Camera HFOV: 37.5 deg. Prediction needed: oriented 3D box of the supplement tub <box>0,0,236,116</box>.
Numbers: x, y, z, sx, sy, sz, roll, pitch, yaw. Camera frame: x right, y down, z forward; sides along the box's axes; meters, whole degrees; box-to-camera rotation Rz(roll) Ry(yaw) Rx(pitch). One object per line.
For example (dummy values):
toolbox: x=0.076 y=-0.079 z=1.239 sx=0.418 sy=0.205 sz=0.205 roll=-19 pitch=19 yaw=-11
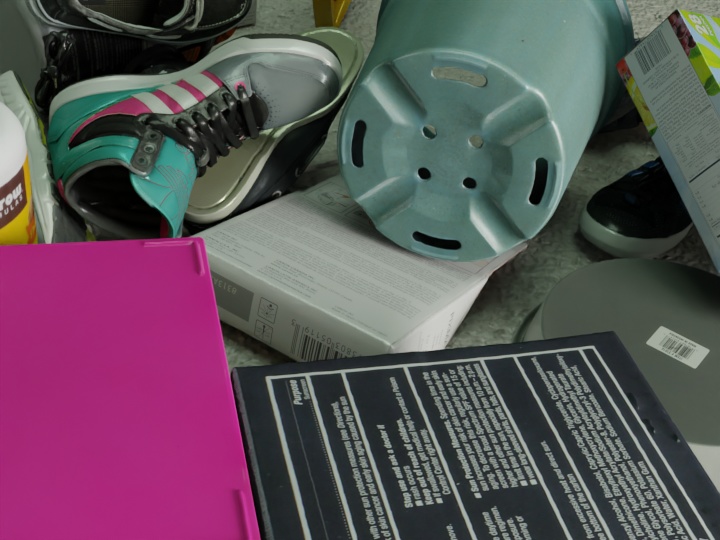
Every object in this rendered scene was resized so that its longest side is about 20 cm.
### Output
supplement tub: x=-0.206 y=-0.213 z=0.886 sx=0.122 sy=0.123 sz=0.199 roll=34 pitch=45 yaw=31

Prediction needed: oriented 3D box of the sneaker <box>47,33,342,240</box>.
sneaker: x=-0.105 y=-0.077 z=0.665 sx=0.199 sy=0.084 sz=0.121 roll=-13 pitch=51 yaw=8

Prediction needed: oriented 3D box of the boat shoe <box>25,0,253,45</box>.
boat shoe: x=-0.151 y=-0.202 z=0.802 sx=0.071 sy=0.073 sz=0.199 roll=20 pitch=26 yaw=40

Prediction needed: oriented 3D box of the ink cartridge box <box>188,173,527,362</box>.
ink cartridge box: x=0.000 y=0.000 z=0.719 sx=0.160 sy=0.050 sz=0.200 roll=26 pitch=28 yaw=23

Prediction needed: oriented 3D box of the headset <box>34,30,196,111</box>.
headset: x=-0.144 y=-0.131 z=0.807 sx=0.199 sy=0.094 sz=0.124 roll=1 pitch=41 yaw=-28

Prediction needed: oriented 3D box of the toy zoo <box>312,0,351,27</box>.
toy zoo: x=-0.019 y=-0.313 z=0.995 sx=0.020 sy=0.200 sz=0.132 roll=14 pitch=64 yaw=10

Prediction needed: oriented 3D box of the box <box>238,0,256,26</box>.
box: x=-0.172 y=-0.303 z=1.075 sx=0.041 sy=0.039 sz=0.200 roll=-19 pitch=44 yaw=-31

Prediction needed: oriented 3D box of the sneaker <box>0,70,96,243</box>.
sneaker: x=-0.243 y=-0.053 z=0.733 sx=0.084 sy=0.075 sz=0.200 roll=-27 pitch=48 yaw=-5

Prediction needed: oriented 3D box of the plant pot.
plant pot: x=0.081 y=-0.118 z=0.735 sx=0.199 sy=0.201 sz=0.196 roll=14 pitch=35 yaw=10

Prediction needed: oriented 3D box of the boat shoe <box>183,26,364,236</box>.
boat shoe: x=-0.064 y=-0.095 z=0.769 sx=0.074 sy=0.066 sz=0.200 roll=24 pitch=61 yaw=14

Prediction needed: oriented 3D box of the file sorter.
file sorter: x=-0.132 y=0.096 z=0.498 sx=0.138 sy=0.126 sz=0.201 roll=-3 pitch=40 yaw=-14

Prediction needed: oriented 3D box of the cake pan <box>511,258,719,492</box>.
cake pan: x=0.194 y=0.059 z=0.666 sx=0.199 sy=0.037 sz=0.201 roll=4 pitch=38 yaw=-3

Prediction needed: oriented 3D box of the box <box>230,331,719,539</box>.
box: x=0.050 y=0.140 z=0.470 sx=0.197 sy=0.124 sz=0.200 roll=-3 pitch=37 yaw=-14

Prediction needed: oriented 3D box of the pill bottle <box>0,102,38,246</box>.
pill bottle: x=-0.232 y=-0.023 z=0.575 sx=0.108 sy=0.201 sz=0.110 roll=4 pitch=38 yaw=-3

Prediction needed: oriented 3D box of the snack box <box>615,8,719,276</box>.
snack box: x=0.284 y=-0.070 z=0.720 sx=0.168 sy=0.068 sz=0.201 roll=0 pitch=60 yaw=-37

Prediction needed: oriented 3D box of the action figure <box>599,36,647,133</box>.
action figure: x=0.236 y=-0.145 z=0.885 sx=0.192 sy=0.105 sz=0.200 roll=0 pitch=13 yaw=-1

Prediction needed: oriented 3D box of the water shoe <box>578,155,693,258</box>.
water shoe: x=0.241 y=-0.076 z=0.811 sx=0.199 sy=0.079 sz=0.071 roll=-25 pitch=47 yaw=-34
